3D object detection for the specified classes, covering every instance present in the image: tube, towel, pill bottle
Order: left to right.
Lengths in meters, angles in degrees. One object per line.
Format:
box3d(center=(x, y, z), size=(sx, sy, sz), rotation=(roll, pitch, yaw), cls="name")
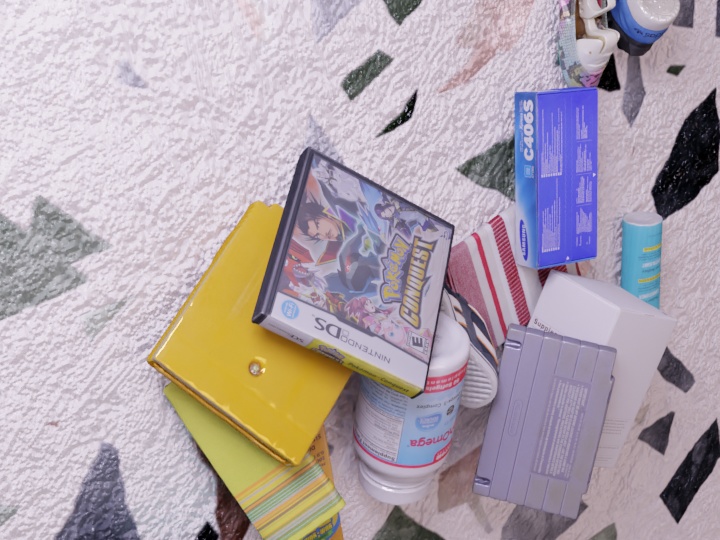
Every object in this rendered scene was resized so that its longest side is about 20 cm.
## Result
box3d(center=(-0.102, 0.172, 1.107), size=(0.086, 0.018, 0.201), rotation=(-34, 98, -4), cls="towel")
box3d(center=(0.049, 0.147, 1.210), size=(0.108, 0.109, 0.201), rotation=(-18, 130, -35), cls="pill bottle")
box3d(center=(0.180, -0.003, 1.357), size=(0.199, 0.023, 0.145), rotation=(-34, 119, -30), cls="towel")
box3d(center=(0.368, 0.024, 1.506), size=(0.077, 0.050, 0.202), rotation=(-15, 116, -23), cls="tube")

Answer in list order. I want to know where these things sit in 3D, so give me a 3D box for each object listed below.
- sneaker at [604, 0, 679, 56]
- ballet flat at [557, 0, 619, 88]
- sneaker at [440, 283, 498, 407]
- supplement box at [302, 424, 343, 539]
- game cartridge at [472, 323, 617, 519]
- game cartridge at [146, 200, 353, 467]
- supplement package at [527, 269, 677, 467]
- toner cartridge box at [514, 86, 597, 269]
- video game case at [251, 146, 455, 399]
box3d(center=(0.320, -0.352, 1.353), size=(0.076, 0.111, 0.202), rotation=(-3, 70, -10), cls="sneaker")
box3d(center=(0.264, -0.294, 1.314), size=(0.069, 0.071, 0.202), rotation=(-23, 116, -32), cls="ballet flat")
box3d(center=(0.083, 0.056, 1.260), size=(0.201, 0.078, 0.080), rotation=(55, 23, -20), cls="sneaker")
box3d(center=(-0.065, 0.232, 1.187), size=(0.066, 0.069, 0.202), rotation=(-23, 117, -31), cls="supplement box")
box3d(center=(0.209, 0.171, 1.292), size=(0.128, 0.038, 0.202), rotation=(12, 101, 4), cls="game cartridge")
box3d(center=(-0.082, 0.056, 1.096), size=(0.176, 0.032, 0.201), rotation=(40, 62, -17), cls="game cartridge")
box3d(center=(0.267, 0.119, 1.374), size=(0.121, 0.120, 0.201), rotation=(11, 105, -40), cls="supplement package")
box3d(center=(0.228, -0.109, 1.328), size=(0.094, 0.043, 0.202), rotation=(-9, 104, -30), cls="toner cartridge box")
box3d(center=(0.000, 0.000, 1.109), size=(0.180, 0.025, 0.201), rotation=(27, 55, -19), cls="video game case")
